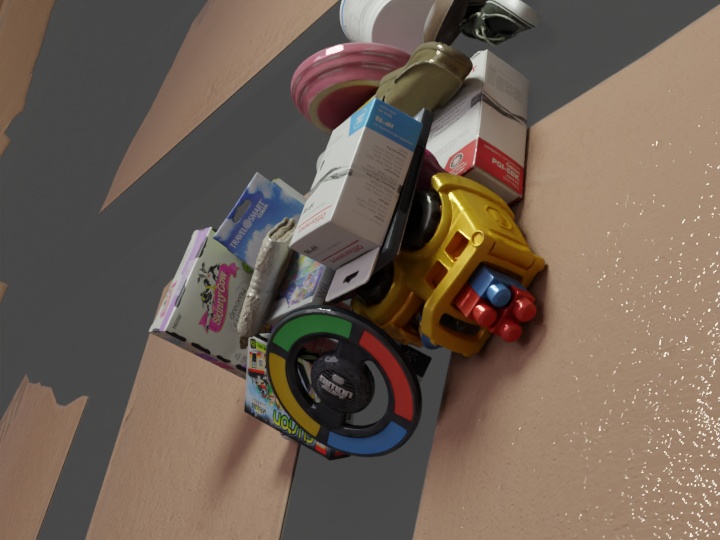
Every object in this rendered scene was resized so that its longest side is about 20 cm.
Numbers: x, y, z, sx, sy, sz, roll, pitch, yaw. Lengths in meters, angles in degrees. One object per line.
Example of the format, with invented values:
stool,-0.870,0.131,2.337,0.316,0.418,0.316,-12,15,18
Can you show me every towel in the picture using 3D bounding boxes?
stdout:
towel,-0.110,0.005,1.529,0.200,0.034,0.133,-61,-11,-77

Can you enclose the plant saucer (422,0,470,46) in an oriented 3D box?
plant saucer,0.142,-0.389,1.685,0.200,0.032,0.200,-56,-6,-9

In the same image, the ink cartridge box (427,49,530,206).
ink cartridge box,0.132,-0.152,1.494,0.147,0.083,0.200,-35,35,44

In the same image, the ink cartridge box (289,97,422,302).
ink cartridge box,-0.011,-0.076,1.319,0.116,0.067,0.200,-28,39,60

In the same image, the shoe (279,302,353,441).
shoe,-0.082,0.123,1.606,0.200,0.091,0.071,-63,24,-5

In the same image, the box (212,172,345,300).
box,-0.090,-0.035,1.668,0.122,0.200,0.048,-54,-3,14

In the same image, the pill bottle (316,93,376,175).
pill bottle,0.025,-0.180,1.703,0.200,0.113,0.113,-34,35,46

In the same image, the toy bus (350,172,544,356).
toy bus,0.107,0.025,1.319,0.200,0.136,0.192,-55,40,19

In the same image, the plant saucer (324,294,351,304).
plant saucer,0.000,0.000,1.532,0.200,0.032,0.200,-20,11,4

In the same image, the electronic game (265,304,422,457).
electronic game,-0.021,0.128,1.367,0.200,0.200,0.042,-39,4,41

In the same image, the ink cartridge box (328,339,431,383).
ink cartridge box,0.001,0.085,1.473,0.039,0.099,0.200,-65,25,-4

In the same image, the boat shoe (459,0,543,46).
boat shoe,0.186,-0.334,1.616,0.064,0.071,0.200,-58,16,4

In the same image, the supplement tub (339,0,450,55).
supplement tub,0.051,-0.384,1.857,0.132,0.132,0.200,-56,25,10

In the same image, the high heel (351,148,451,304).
high heel,0.033,-0.053,1.420,0.096,0.067,0.200,46,114,48

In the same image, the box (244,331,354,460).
box,-0.079,0.156,1.519,0.200,0.035,0.110,18,107,51

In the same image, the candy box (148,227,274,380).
candy box,-0.179,0.056,1.739,0.072,0.200,0.168,-6,59,62

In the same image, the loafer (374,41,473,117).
loafer,0.075,-0.225,1.500,0.200,0.076,0.068,-26,41,67

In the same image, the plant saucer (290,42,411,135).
plant saucer,-0.001,-0.251,1.740,0.200,0.200,0.051,-34,49,46

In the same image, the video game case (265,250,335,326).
video game case,-0.048,-0.035,1.442,0.143,0.018,0.200,-24,42,62

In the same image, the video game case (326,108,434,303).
video game case,0.022,-0.073,1.361,0.143,0.019,0.200,-39,30,52
